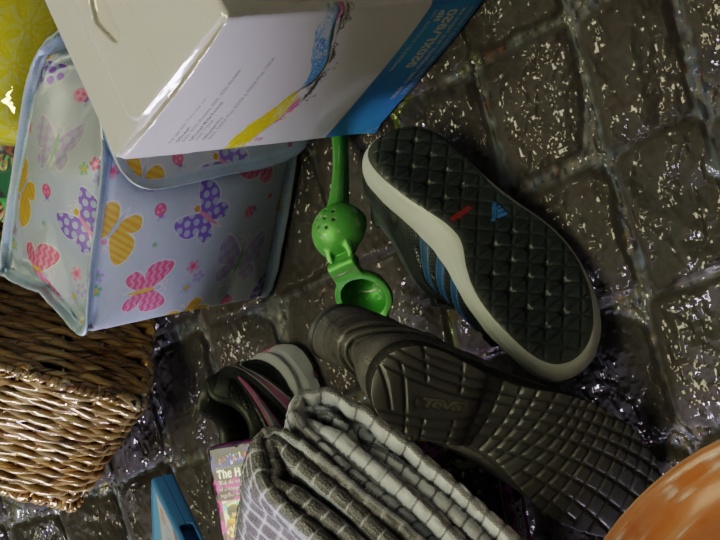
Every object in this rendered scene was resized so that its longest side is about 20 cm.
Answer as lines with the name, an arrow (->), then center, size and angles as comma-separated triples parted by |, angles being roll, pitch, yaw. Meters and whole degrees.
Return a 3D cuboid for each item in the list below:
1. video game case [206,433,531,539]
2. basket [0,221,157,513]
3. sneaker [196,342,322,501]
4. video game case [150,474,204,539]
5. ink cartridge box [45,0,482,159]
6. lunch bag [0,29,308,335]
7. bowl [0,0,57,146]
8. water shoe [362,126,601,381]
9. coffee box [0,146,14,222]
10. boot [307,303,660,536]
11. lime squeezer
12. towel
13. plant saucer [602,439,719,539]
video game case -> 0.011, 0.182, 1.442 | 0.200, 0.036, 0.182 | -12, 88, 25
basket -> -0.263, 0.061, 1.673 | 0.149, 0.200, 0.143 | 126, 152, -43
sneaker -> -0.057, 0.152, 1.537 | 0.080, 0.086, 0.200 | -39, 69, 48
video game case -> -0.100, 0.249, 1.521 | 0.200, 0.018, 0.143 | -122, 27, -49
ink cartridge box -> -0.064, -0.172, 1.391 | 0.145, 0.200, 0.147 | -47, 62, 44
lunch bag -> -0.130, -0.074, 1.514 | 0.127, 0.169, 0.200 | 31, 120, 40
bowl -> -0.193, -0.161, 1.580 | 0.108, 0.200, 0.200 | 28, 121, 17
water shoe -> 0.074, -0.003, 1.382 | 0.200, 0.071, 0.079 | 53, 159, 29
coffee box -> -0.260, -0.036, 1.774 | 0.123, 0.044, 0.200 | 15, 109, 47
boot -> 0.073, 0.077, 1.341 | 0.070, 0.200, 0.132 | -57, 20, 2
lime squeezer -> 0.000, 0.000, 1.450 | 0.038, 0.071, 0.200 | -22, 79, 9
towel -> 0.015, 0.176, 1.330 | 0.200, 0.086, 0.166 | 40, 155, 14
plant saucer -> 0.192, 0.170, 1.206 | 0.200, 0.037, 0.200 | -35, 29, 23
